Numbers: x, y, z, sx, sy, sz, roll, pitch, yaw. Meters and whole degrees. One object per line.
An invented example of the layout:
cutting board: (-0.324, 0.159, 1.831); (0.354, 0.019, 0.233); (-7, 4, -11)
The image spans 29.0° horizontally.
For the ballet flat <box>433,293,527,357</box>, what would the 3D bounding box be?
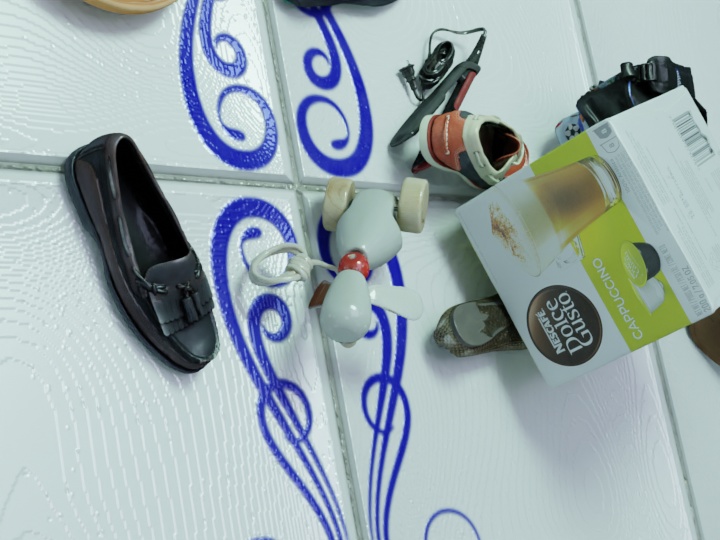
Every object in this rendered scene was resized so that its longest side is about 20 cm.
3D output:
ballet flat: (0.136, 0.055, 1.370); (0.199, 0.046, 0.068); (-8, 70, -50)

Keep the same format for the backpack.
backpack: (0.314, -0.134, 1.528); (0.190, 0.153, 0.202); (-30, 101, -53)

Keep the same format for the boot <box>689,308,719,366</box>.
boot: (0.423, 0.010, 1.637); (0.201, 0.070, 0.147); (51, 44, -16)

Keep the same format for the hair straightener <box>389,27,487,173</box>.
hair straightener: (0.078, -0.190, 1.406); (0.077, 0.041, 0.201); (45, 54, -20)

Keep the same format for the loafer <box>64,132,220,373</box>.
loafer: (-0.164, -0.013, 1.092); (0.072, 0.063, 0.202); (-33, 97, -45)

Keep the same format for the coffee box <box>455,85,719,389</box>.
coffee box: (0.250, -0.034, 1.361); (0.199, 0.197, 0.201); (-26, 87, -54)

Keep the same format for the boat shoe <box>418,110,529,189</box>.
boat shoe: (0.128, -0.122, 1.383); (0.199, 0.062, 0.072); (8, 80, -60)

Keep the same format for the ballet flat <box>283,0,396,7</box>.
ballet flat: (0.002, -0.295, 1.359); (0.199, 0.073, 0.074); (-20, 87, -46)

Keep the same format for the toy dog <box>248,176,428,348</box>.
toy dog: (0.000, 0.000, 1.225); (0.200, 0.131, 0.097); (-49, 146, -38)

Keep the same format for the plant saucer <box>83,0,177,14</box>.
plant saucer: (-0.220, -0.307, 1.176); (0.198, 0.037, 0.203); (18, 62, -37)
